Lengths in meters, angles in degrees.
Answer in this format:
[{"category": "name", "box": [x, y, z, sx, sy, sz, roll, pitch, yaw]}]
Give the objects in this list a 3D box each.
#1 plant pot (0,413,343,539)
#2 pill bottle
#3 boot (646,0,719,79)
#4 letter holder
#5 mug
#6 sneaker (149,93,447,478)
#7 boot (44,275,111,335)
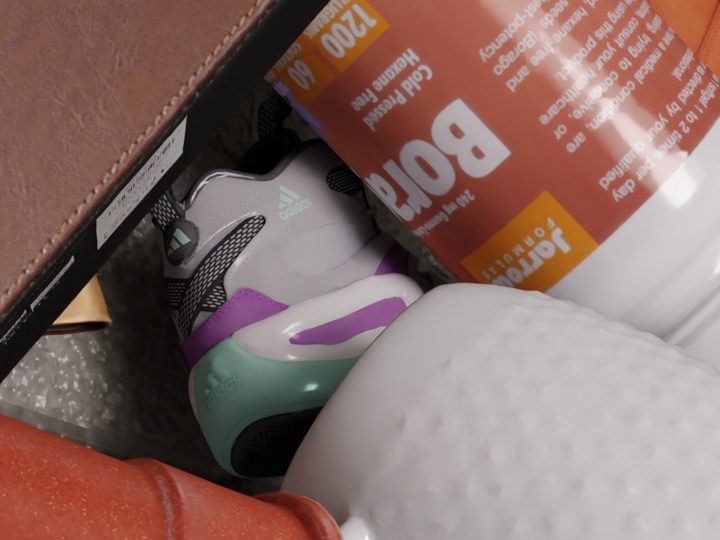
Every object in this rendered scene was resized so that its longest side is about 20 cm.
[{"category": "plant pot", "box": [-0.137, 0.110, 0.686, 0.195, 0.201, 0.202, 29, 56, -20]}, {"category": "pill bottle", "box": [0.062, -0.047, 0.879, 0.200, 0.112, 0.112, 46, 49, -4]}, {"category": "boot", "box": [0.113, -0.071, 1.057, 0.107, 0.075, 0.200, 42, 50, -5]}, {"category": "letter holder", "box": [-0.100, -0.088, 0.754, 0.142, 0.101, 0.200, 40, 81, 2]}, {"category": "mug", "box": [0.056, 0.100, 0.758, 0.175, 0.148, 0.200, 36, 37, 14]}, {"category": "sneaker", "box": [0.000, 0.000, 0.919, 0.200, 0.078, 0.141, 12, 49, -56]}, {"category": "boot", "box": [-0.108, -0.080, 0.838, 0.187, 0.068, 0.201, -9, 80, -31]}]
